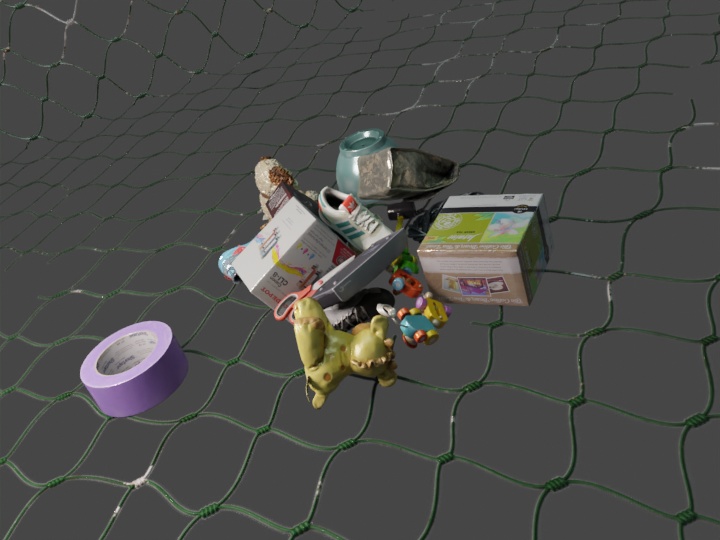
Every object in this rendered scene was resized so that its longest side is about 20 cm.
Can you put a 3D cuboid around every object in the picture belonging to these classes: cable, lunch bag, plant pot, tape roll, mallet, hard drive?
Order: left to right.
[{"bbox_3d":[-0.460,0.199,1.638,0.199,0.085,0.200,-15,31,9],"label":"tape roll"},{"bbox_3d":[0.000,0.000,1.535,0.200,0.042,0.135,-41,8,-28],"label":"hard drive"},{"bbox_3d":[0.022,-0.276,2.037,0.200,0.134,0.200,-14,32,9],"label":"plant pot"},{"bbox_3d":[0.096,-0.090,1.809,0.066,0.041,0.200,-12,37,9],"label":"mallet"},{"bbox_3d":[0.114,-0.219,1.870,0.200,0.118,0.164,0,-1,-29],"label":"lunch bag"},{"bbox_3d":[0.201,-0.110,1.770,0.200,0.051,0.163,-37,30,-20],"label":"cable"}]

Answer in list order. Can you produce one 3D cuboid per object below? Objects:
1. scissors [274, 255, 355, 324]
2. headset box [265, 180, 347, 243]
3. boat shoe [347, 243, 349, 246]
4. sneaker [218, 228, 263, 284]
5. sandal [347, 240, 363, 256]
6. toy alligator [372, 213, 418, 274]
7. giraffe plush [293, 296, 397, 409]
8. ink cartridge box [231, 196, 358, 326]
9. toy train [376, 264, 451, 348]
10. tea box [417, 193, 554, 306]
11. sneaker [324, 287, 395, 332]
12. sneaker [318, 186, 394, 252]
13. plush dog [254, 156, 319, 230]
[{"bbox_3d":[-0.094,0.030,1.607,0.073,0.014,0.200,23,64,32],"label":"scissors"},{"bbox_3d":[-0.123,-0.108,1.837,0.077,0.149,0.200,-54,29,11],"label":"headset box"},{"bbox_3d":[0.012,-0.045,1.765,0.071,0.070,0.201,10,38,12],"label":"boat shoe"},{"bbox_3d":[-0.229,-0.030,1.883,0.200,0.079,0.096,-32,45,-5],"label":"sneaker"},{"bbox_3d":[-0.021,-0.115,1.744,0.077,0.070,0.212,-16,40,-14],"label":"sandal"},{"bbox_3d":[0.063,-0.043,1.712,0.054,0.059,0.200,-56,45,22],"label":"toy alligator"},{"bbox_3d":[-0.022,0.139,1.411,0.162,0.173,0.200,-12,45,0],"label":"giraffe plush"},{"bbox_3d":[-0.138,-0.018,1.666,0.200,0.145,0.145,-47,34,3],"label":"ink cartridge box"},{"bbox_3d":[0.087,0.073,1.479,0.150,0.056,0.200,32,28,0],"label":"toy train"},{"bbox_3d":[0.245,-0.042,1.546,0.200,0.134,0.197,0,38,29],"label":"tea box"},{"bbox_3d":[-0.026,0.109,1.545,0.200,0.075,0.116,-19,35,23],"label":"sneaker"},{"bbox_3d":[-0.009,-0.104,1.651,0.200,0.093,0.070,35,70,19],"label":"sneaker"},{"bbox_3d":[-0.212,-0.204,2.025,0.160,0.172,0.200,-31,34,-16],"label":"plush dog"}]
